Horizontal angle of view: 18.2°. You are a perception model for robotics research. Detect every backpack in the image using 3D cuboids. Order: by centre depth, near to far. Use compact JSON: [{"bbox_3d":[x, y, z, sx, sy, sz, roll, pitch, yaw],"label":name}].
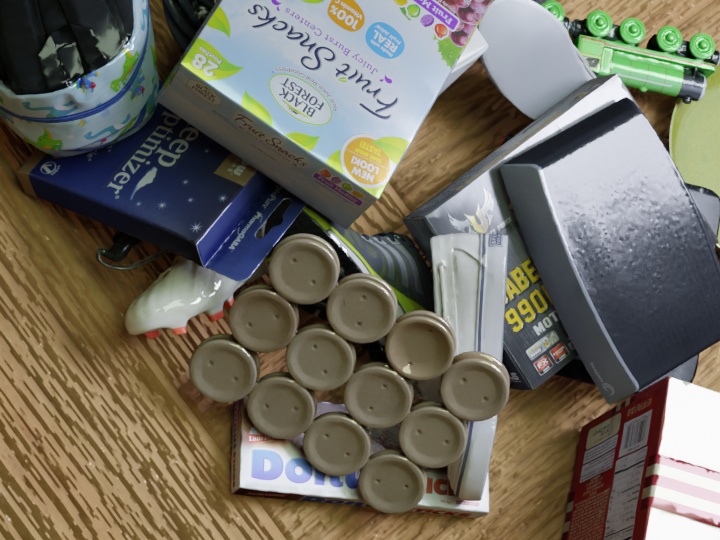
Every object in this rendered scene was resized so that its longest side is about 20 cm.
[{"bbox_3d":[-0.219,-0.180,1.608,0.162,0.154,0.200,-21,44,-10],"label":"backpack"}]

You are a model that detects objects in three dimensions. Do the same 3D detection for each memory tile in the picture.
[{"bbox_3d":[-0.007,0.074,1.598,0.200,0.153,0.017,35,24,-8],"label":"memory tile"}]

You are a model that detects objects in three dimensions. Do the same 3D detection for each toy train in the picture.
[{"bbox_3d":[0.198,-0.180,1.836,0.199,0.042,0.057,12,76,-8],"label":"toy train"}]

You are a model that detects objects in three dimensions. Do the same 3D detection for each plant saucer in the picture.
[{"bbox_3d":[0.339,-0.084,1.882,0.199,0.031,0.201,8,70,-21],"label":"plant saucer"}]

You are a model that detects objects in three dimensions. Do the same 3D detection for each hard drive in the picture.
[{"bbox_3d":[0.199,-0.015,1.678,0.135,0.042,0.201,-28,100,-20],"label":"hard drive"}]

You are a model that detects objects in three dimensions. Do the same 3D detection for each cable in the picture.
[{"bbox_3d":[-0.135,-0.244,1.667,0.051,0.164,0.200,-21,44,3],"label":"cable"}]

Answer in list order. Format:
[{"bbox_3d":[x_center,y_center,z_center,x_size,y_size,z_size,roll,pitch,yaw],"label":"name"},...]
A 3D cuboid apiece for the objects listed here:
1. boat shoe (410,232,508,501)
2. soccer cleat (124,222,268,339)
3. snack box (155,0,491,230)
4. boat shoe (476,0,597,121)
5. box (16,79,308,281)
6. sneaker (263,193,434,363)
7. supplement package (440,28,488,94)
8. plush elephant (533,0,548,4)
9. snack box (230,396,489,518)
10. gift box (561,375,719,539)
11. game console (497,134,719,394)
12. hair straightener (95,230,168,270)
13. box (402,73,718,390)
[{"bbox_3d":[0.068,0.070,1.638,0.069,0.071,0.201,4,106,5],"label":"boat shoe"},{"bbox_3d":[-0.103,-0.016,1.647,0.200,0.069,0.078,-33,105,-36],"label":"soccer cleat"},{"bbox_3d":[-0.024,-0.158,1.599,0.168,0.068,0.200,33,62,-8],"label":"snack box"},{"bbox_3d":[0.151,-0.152,1.773,0.200,0.066,0.072,37,95,-32],"label":"boat shoe"},{"bbox_3d":[-0.133,-0.073,1.615,0.199,0.032,0.121,22,58,26],"label":"box"},{"bbox_3d":[0.000,0.000,1.668,0.200,0.074,0.081,44,40,-38],"label":"sneaker"},{"bbox_3d":[-0.018,-0.205,1.724,0.117,0.117,0.200,-33,86,-29],"label":"supplement package"},{"bbox_3d":[0.139,-0.302,1.743,0.165,0.199,0.155,55,29,-47],"label":"plush elephant"},{"bbox_3d":[0.001,0.138,1.663,0.199,0.024,0.072,8,70,-21],"label":"snack box"},{"bbox_3d":[0.271,0.181,1.673,0.186,0.184,0.201,19,72,-14],"label":"gift box"},{"bbox_3d":[0.183,0.001,1.761,0.199,0.031,0.178,14,84,-19],"label":"game console"},{"bbox_3d":[-0.126,-0.074,1.653,0.200,0.077,0.041,-52,121,-29],"label":"hair straightener"},{"bbox_3d":[0.154,-0.030,1.710,0.200,0.048,0.159,-36,102,-19],"label":"box"}]
